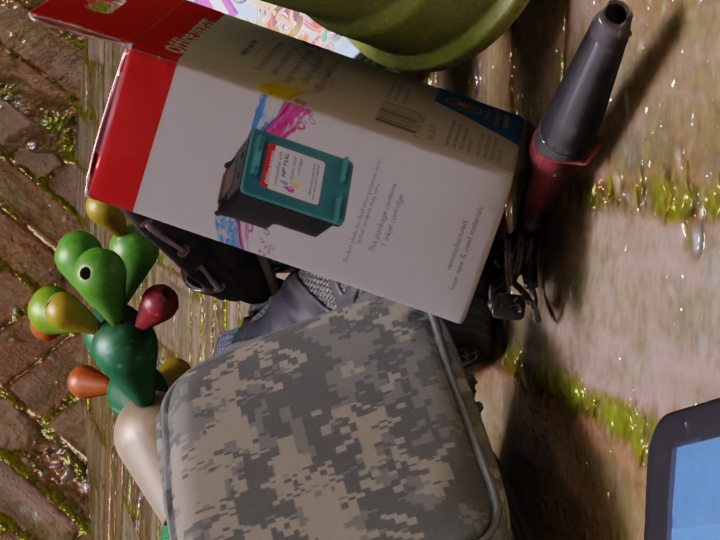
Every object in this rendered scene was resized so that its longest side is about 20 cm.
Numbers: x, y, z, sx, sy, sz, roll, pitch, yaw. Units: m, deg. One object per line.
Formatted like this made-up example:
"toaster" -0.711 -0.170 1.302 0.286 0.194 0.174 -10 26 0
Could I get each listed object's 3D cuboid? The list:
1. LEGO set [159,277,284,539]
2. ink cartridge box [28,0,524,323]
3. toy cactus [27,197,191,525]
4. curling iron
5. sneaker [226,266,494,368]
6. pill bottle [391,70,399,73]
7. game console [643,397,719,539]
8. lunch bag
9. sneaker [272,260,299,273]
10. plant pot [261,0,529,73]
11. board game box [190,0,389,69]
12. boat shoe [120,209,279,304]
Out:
"LEGO set" -0.023 0.114 1.209 0.154 0.115 0.201 -28 47 56
"ink cartridge box" -0.038 -0.054 0.914 0.116 0.199 0.068 -67 -5 -74
"toy cactus" -0.114 0.052 1.185 0.166 0.102 0.200 66 160 15
"curling iron" 0.078 -0.039 0.846 0.200 0.025 0.050 108 167 -58
"sneaker" 0.000 0.000 1.066 0.199 0.076 0.115 -27 54 60
"pill bottle" -0.026 -0.195 1.166 0.116 0.115 0.201 160 109 -78
"game console" 0.074 0.122 0.644 0.119 0.170 0.200 63 166 4
"lunch bag" 0.006 0.131 0.913 0.200 0.139 0.168 -108 -1 -58
"sneaker" -0.023 -0.050 1.179 0.200 0.074 0.088 163 103 -67
"plant pot" -0.039 -0.187 0.897 0.200 0.184 0.202 -5 84 55
"board game box" -0.048 -0.169 1.079 0.134 0.034 0.200 -44 65 25
"boat shoe" -0.081 -0.026 1.080 0.200 0.057 0.067 74 174 -72
